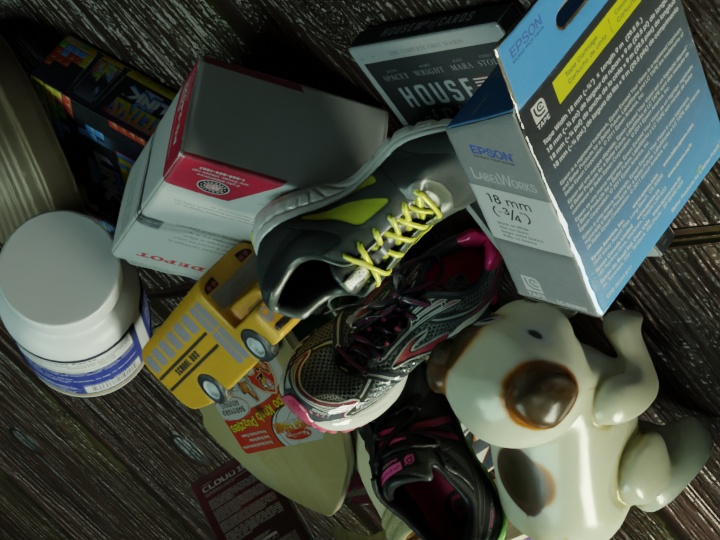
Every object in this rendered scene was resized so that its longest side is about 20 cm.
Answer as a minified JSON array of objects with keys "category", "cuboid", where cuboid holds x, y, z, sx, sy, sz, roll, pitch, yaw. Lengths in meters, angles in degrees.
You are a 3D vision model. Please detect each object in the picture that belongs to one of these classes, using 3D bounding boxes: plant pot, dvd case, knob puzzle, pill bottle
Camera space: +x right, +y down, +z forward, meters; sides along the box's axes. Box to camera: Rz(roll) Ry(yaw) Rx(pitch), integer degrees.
[{"category":"plant pot","cuboid":[-0.310,-0.095,1.449,0.201,0.093,0.201,57,163,28]},{"category":"dvd case","cuboid":[0.098,-0.084,1.115,0.150,0.025,0.200,-1,136,52]},{"category":"knob puzzle","cuboid":[-0.068,0.111,1.396,0.219,0.030,0.220,29,138,29]},{"category":"pill bottle","cuboid":[-0.232,0.027,1.390,0.116,0.116,0.200,34,164,8]}]

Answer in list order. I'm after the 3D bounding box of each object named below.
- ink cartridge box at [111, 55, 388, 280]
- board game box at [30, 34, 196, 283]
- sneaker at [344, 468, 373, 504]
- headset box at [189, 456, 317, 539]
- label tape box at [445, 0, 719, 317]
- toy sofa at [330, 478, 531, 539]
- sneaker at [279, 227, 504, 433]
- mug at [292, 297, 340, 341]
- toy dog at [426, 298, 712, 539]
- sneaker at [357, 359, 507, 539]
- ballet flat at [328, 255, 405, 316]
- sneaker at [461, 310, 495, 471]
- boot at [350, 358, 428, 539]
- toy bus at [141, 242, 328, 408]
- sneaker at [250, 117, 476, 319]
[{"category":"ink cartridge box","cuboid":[-0.085,-0.061,1.248,0.145,0.084,0.200,15,156,-17]},{"category":"board game box","cuboid":[-0.185,-0.086,1.444,0.165,0.057,0.200,30,154,18]},{"category":"sneaker","cuboid":[0.023,0.183,1.544,0.199,0.082,0.088,-1,150,17]},{"category":"headset box","cuboid":[-0.066,0.259,1.478,0.200,0.075,0.149,53,171,52]},{"category":"label tape box","cuboid":[0.118,-0.096,0.928,0.063,0.144,0.200,18,148,40]},{"category":"toy sofa","cuboid":[0.084,0.237,1.457,0.083,0.200,0.098,67,178,-46]},{"category":"sneaker","cuboid":[0.021,0.036,1.218,0.081,0.200,0.075,43,154,15]},{"category":"mug","cuboid":[-0.079,0.068,1.495,0.152,0.115,0.185,9,144,46]},{"category":"toy dog","cuboid":[0.126,0.102,1.208,0.139,0.194,0.200,29,163,45]},{"category":"sneaker","cuboid":[0.037,0.126,1.244,0.200,0.077,0.084,53,-163,8]},{"category":"ballet flat","cuboid":[0.000,0.000,1.320,0.069,0.070,0.200,27,153,21]},{"category":"sneaker","cuboid":[0.094,0.103,1.385,0.079,0.079,0.200,61,143,33]},{"category":"boot","cuboid":[0.046,0.115,1.328,0.200,0.073,0.156,-55,53,40]},{"category":"toy bus","cuboid":[-0.095,0.040,1.269,0.078,0.065,0.200,46,150,0]},{"category":"sneaker","cuboid":[0.015,-0.026,1.118,0.200,0.085,0.074,-27,132,28]}]
